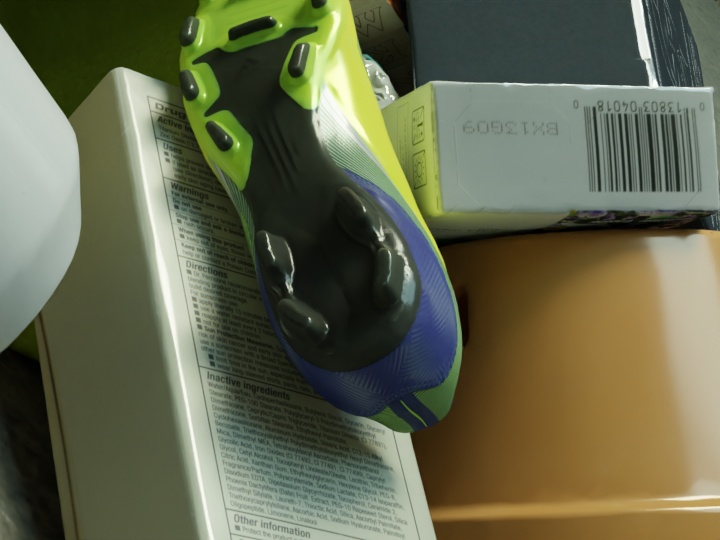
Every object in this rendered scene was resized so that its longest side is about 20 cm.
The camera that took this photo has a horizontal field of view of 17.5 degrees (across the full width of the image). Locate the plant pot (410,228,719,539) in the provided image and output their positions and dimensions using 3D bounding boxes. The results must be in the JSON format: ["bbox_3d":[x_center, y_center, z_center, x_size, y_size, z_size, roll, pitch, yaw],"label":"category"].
[{"bbox_3d":[0.088,0.061,0.875,0.200,0.199,0.141,10,77,-65],"label":"plant pot"}]

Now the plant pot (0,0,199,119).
[{"bbox_3d":[-0.127,-0.180,0.917,0.187,0.187,0.201,10,54,-65],"label":"plant pot"}]

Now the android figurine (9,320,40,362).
[{"bbox_3d":[-0.079,0.021,0.913,0.200,0.041,0.182,29,24,-43],"label":"android figurine"}]

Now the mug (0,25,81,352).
[{"bbox_3d":[-0.162,-0.051,0.698,0.153,0.149,0.187,48,21,-28],"label":"mug"}]

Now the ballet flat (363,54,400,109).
[{"bbox_3d":[0.000,0.000,1.011,0.072,0.072,0.201,-11,86,-71],"label":"ballet flat"}]

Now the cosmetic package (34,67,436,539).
[{"bbox_3d":[-0.047,0.039,0.790,0.103,0.073,0.200,19,42,-35],"label":"cosmetic package"}]

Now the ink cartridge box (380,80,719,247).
[{"bbox_3d":[0.044,-0.030,0.897,0.200,0.109,0.051,157,-69,-69],"label":"ink cartridge box"}]

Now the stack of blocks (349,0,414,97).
[{"bbox_3d":[-0.013,-0.143,1.090,0.200,0.058,0.115,47,25,-61],"label":"stack of blocks"}]

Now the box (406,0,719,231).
[{"bbox_3d":[0.098,-0.082,1.090,0.200,0.107,0.149,56,26,-57],"label":"box"}]

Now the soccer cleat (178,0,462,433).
[{"bbox_3d":[-0.014,-0.030,0.796,0.084,0.065,0.201,56,13,-49],"label":"soccer cleat"}]
